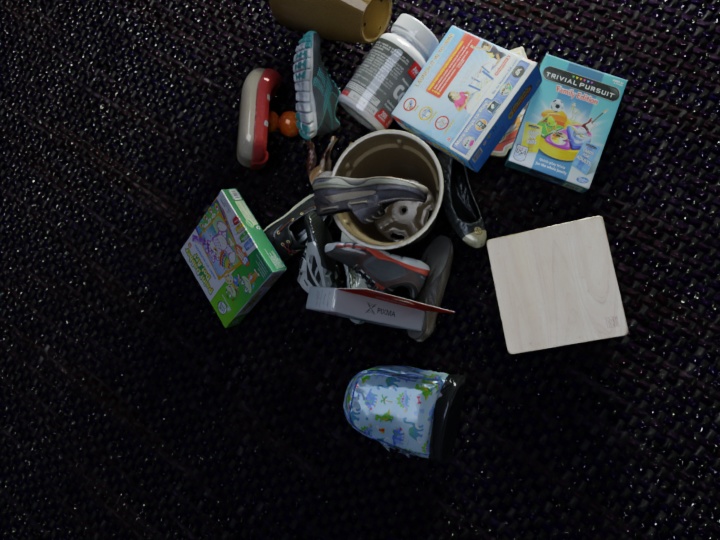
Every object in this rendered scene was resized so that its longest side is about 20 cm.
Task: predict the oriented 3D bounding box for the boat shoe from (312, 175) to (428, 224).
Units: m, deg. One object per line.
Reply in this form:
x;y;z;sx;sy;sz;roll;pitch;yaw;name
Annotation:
0.014;-0.112;0.954;0.197;0.074;0.075;5;95;25;boat shoe

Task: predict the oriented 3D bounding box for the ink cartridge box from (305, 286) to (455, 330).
0.033;0.068;1.009;0.173;0.198;0.044;2;79;56;ink cartridge box

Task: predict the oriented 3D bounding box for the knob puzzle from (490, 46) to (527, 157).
0.239;-0.310;1.116;0.216;0.030;0.224;-2;84;16;knob puzzle

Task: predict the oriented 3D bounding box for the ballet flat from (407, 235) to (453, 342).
0.136;0.035;1.105;0.067;0.046;0.203;6;79;50;ballet flat

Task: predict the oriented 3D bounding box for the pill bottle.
0.056;-0.375;1.132;0.113;0.114;0.201;38;95;16;pill bottle

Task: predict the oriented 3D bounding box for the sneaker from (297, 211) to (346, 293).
-0.091;-0.010;1.134;0.087;0.074;0.203;-9;103;22;sneaker

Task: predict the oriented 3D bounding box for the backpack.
0.069;0.244;1.059;0.198;0.153;0.166;16;95;29;backpack

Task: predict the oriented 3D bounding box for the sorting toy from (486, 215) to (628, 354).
0.338;0.029;1.032;0.196;0.070;0.203;-12;81;15;sorting toy

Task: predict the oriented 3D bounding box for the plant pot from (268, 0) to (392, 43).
-0.043;-0.519;1.125;0.199;0.186;0.188;36;94;24;plant pot

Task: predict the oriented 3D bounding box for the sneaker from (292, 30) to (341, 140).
-0.081;-0.363;1.166;0.077;0.090;0.203;33;128;54;sneaker

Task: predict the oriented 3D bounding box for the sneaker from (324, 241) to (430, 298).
0.026;0.002;1.067;0.197;0.077;0.083;15;89;-4;sneaker

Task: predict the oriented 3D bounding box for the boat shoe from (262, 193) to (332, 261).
-0.139;-0.067;1.169;0.201;0.074;0.063;-41;38;6;boat shoe

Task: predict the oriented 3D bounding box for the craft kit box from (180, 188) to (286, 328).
-0.260;-0.023;1.181;0.198;0.048;0.201;-46;72;37;craft kit box

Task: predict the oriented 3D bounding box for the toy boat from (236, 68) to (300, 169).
-0.182;-0.306;1.204;0.129;0.130;0.203;4;85;-14;toy boat

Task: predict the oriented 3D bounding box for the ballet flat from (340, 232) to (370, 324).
0.000;0.000;1.130;0.068;0.069;0.203;-4;83;15;ballet flat

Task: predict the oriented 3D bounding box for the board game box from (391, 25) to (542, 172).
0.188;-0.312;1.069;0.195;0.056;0.201;39;96;32;board game box

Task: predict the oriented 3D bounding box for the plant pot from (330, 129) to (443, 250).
0.063;-0.126;1.067;0.197;0.183;0.204;-2;84;15;plant pot

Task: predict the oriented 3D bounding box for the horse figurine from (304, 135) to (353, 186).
-0.056;-0.193;1.155;0.199;0.050;0.134;34;100;48;horse figurine

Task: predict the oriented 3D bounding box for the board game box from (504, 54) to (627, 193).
0.364;-0.261;1.054;0.149;0.047;0.203;20;90;6;board game box

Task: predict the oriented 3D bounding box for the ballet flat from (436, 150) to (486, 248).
0.186;-0.137;1.091;0.066;0.057;0.203;-13;76;-28;ballet flat
